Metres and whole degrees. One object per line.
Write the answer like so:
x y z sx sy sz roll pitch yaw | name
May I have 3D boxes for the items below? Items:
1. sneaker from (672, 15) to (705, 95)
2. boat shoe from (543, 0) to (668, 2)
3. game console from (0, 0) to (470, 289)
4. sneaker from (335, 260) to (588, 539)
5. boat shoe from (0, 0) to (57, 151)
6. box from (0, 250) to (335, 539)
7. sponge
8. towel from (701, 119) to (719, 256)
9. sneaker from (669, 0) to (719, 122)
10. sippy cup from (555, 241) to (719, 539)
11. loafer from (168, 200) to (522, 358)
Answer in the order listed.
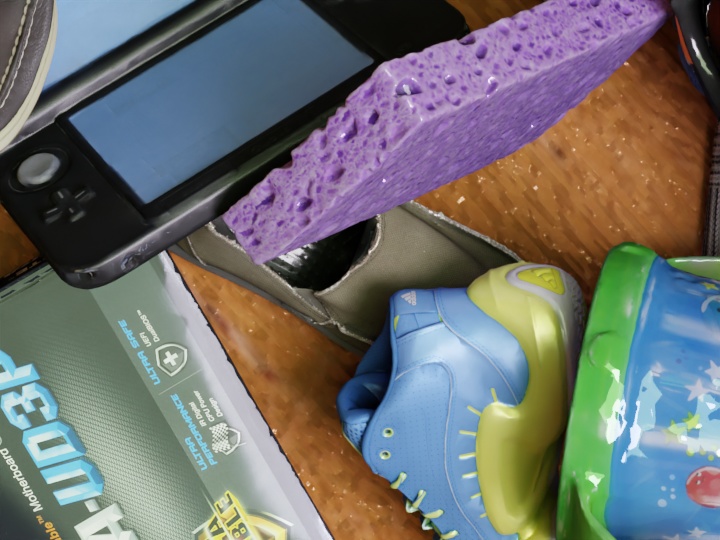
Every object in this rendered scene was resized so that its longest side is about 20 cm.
0.211 -0.165 1.030 0.077 0.085 0.200 30 86 -52 | sneaker
0.090 -0.198 1.017 0.074 0.066 0.200 -29 101 -12 | boat shoe
-0.086 -0.116 0.954 0.200 0.176 0.116 -33 130 -10 | game console
0.039 0.084 1.007 0.105 0.076 0.200 3 117 -3 | sneaker
-0.156 -0.142 0.922 0.073 0.065 0.200 2 67 3 | boat shoe
-0.114 0.094 0.984 0.159 0.046 0.200 -30 101 -5 | box
0.042 -0.067 0.944 0.200 0.112 0.030 -27 78 -49 | sponge
0.233 0.008 1.013 0.035 0.200 0.193 3 94 -48 | towel
0.194 -0.046 0.952 0.070 0.090 0.200 -39 75 27 | sneaker
0.158 0.066 0.955 0.130 0.140 0.178 10 76 12 | sippy cup
0.000 0.000 1.004 0.200 0.070 0.075 19 89 -15 | loafer
